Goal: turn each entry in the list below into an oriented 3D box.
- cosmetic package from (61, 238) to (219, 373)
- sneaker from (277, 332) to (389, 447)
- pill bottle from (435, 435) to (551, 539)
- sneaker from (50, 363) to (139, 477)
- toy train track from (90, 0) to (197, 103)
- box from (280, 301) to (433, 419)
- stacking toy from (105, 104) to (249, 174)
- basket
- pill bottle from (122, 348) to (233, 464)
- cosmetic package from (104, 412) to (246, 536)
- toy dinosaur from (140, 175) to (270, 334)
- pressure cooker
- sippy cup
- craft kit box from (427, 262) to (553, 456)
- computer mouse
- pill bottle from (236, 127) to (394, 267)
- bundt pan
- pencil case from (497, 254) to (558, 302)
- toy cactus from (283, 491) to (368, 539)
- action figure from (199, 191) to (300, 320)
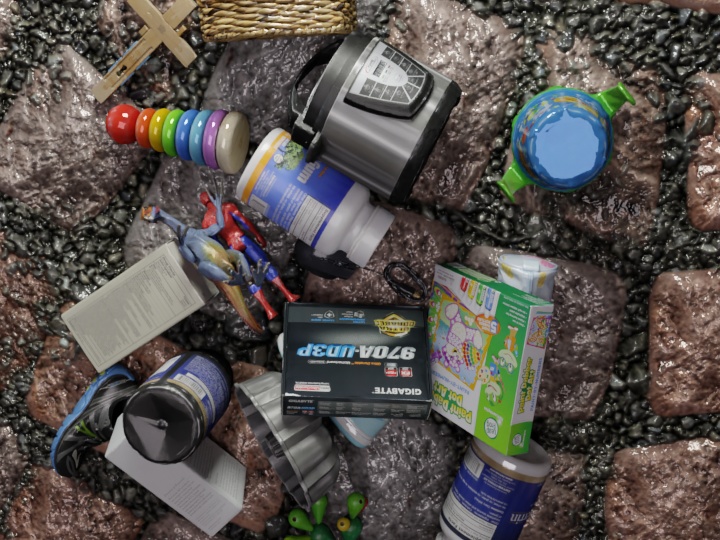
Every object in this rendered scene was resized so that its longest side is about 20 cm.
[{"bbox_3d":[-0.315,0.048,1.366,0.199,0.073,0.104,-31,96,13],"label":"cosmetic package"},{"bbox_3d":[-0.015,0.136,1.340,0.130,0.080,0.200,-40,97,11],"label":"sneaker"},{"bbox_3d":[0.178,0.328,1.331,0.115,0.116,0.202,22,106,3],"label":"pill bottle"},{"bbox_3d":[-0.394,0.235,1.420,0.082,0.071,0.201,37,102,6],"label":"sneaker"},{"bbox_3d":[-0.295,-0.305,1.309,0.199,0.033,0.115,-38,101,20],"label":"toy train track"},{"bbox_3d":[-0.007,0.119,1.275,0.197,0.160,0.046,3,138,-4],"label":"box"},{"bbox_3d":[-0.256,-0.192,1.307,0.197,0.085,0.087,12,104,12],"label":"stacking toy"},{"bbox_3d":[-0.108,-0.370,1.205,0.197,0.143,0.151,-1,103,8],"label":"basket"},{"bbox_3d":[-0.242,0.178,1.317,0.110,0.200,0.113,2,103,9],"label":"pill bottle"},{"bbox_3d":[-0.261,0.277,1.370,0.071,0.102,0.200,-42,108,14],"label":"cosmetic package"},{"bbox_3d":[-0.222,-0.019,1.290,0.180,0.105,0.203,20,116,32],"label":"toy dinosaur"},{"bbox_3d":[0.008,-0.201,1.209,0.198,0.176,0.180,29,107,2],"label":"pressure cooker"},{"bbox_3d":[0.258,-0.160,1.202,0.138,0.130,0.180,16,104,4],"label":"sippy cup"},{"bbox_3d":[0.158,0.111,1.256,0.048,0.199,0.200,-5,107,-32],"label":"craft kit box"},{"bbox_3d":[0.000,0.000,1.327,0.198,0.034,0.059,18,104,4],"label":"computer mouse"},{"bbox_3d":[-0.057,-0.092,1.275,0.199,0.112,0.113,32,105,0],"label":"pill bottle"},{"bbox_3d":[-0.094,0.227,1.321,0.075,0.202,0.204,-29,98,-17],"label":"bundt pan"},{"bbox_3d":[0.211,0.079,1.283,0.082,0.091,0.203,12,103,19],"label":"pencil case"},{"bbox_3d":[-0.048,0.397,1.406,0.165,0.102,0.200,40,103,-21],"label":"toy cactus"},{"bbox_3d":[-0.165,-0.027,1.339,0.065,0.052,0.201,-35,90,9],"label":"action figure"}]
